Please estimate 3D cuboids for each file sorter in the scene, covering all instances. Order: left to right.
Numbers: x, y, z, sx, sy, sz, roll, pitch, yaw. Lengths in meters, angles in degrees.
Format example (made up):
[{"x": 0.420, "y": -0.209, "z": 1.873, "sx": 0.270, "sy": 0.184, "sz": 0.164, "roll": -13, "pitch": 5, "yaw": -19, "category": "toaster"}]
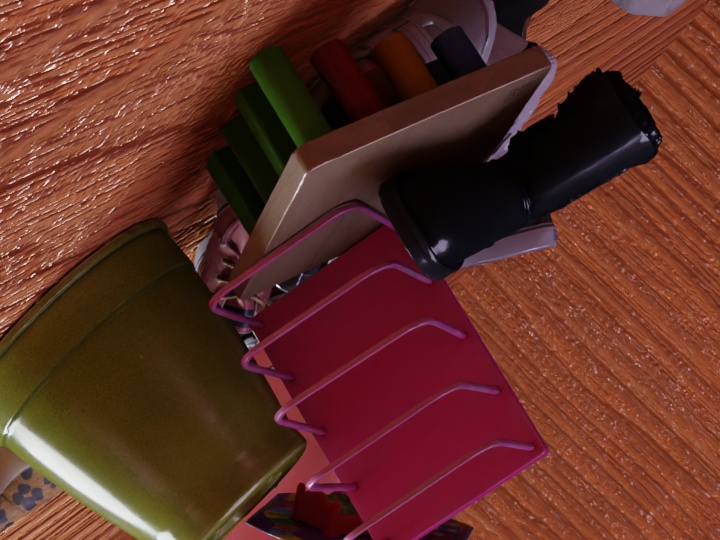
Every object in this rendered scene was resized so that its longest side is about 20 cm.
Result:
[{"x": 0.007, "y": 0.074, "z": 1.312, "sx": 0.139, "sy": 0.200, "sz": 0.125, "roll": -35, "pitch": 163, "yaw": 12, "category": "file sorter"}]

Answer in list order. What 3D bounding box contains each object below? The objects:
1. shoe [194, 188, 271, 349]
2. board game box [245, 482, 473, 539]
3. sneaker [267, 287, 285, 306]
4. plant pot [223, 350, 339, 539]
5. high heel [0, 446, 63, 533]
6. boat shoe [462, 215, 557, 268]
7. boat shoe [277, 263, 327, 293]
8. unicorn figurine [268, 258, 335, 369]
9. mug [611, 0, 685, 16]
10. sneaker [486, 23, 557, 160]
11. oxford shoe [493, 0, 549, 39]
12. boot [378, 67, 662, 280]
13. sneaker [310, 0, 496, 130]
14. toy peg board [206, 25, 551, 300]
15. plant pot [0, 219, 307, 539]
[{"x": -0.088, "y": 0.001, "z": 1.491, "sx": 0.200, "sy": 0.071, "sz": 0.091, "roll": 129, "pitch": -35, "yaw": -63, "category": "shoe"}, {"x": 0.004, "y": 0.175, "z": 1.452, "sx": 0.200, "sy": 0.157, "sz": 0.039, "roll": -17, "pitch": 116, "yaw": -80, "category": "board game box"}, {"x": -0.116, "y": 0.036, "z": 1.687, "sx": 0.112, "sy": 0.071, "sz": 0.200, "roll": -45, "pitch": -178, "yaw": 30, "category": "sneaker"}, {"x": -0.045, "y": 0.131, "z": 1.648, "sx": 0.200, "sy": 0.200, "sz": 0.178, "roll": -36, "pitch": 161, "yaw": -52, "category": "plant pot"}, {"x": -0.266, "y": 0.169, "z": 1.531, "sx": 0.199, "sy": 0.071, "sz": 0.143, "roll": -20, "pitch": 152, "yaw": -36, "category": "high heel"}, {"x": 0.065, "y": -0.027, "z": 1.603, "sx": 0.199, "sy": 0.057, "sz": 0.069, "roll": -12, "pitch": 179, "yaw": -11, "category": "boat shoe"}, {"x": -0.051, "y": -0.014, "z": 1.638, "sx": 0.200, "sy": 0.071, "sz": 0.068, "roll": -103, "pitch": -146, "yaw": -86, "category": "boat shoe"}, {"x": 0.000, "y": 0.000, "z": 1.504, "sx": 0.200, "sy": 0.074, "sz": 0.138, "roll": -30, "pitch": 128, "yaw": -20, "category": "unicorn figurine"}, {"x": 0.202, "y": -0.277, "z": 1.397, "sx": 0.149, "sy": 0.153, "sz": 0.187, "roll": -40, "pitch": 171, "yaw": -32, "category": "mug"}, {"x": 0.078, "y": -0.143, "z": 1.589, "sx": 0.075, "sy": 0.115, "sz": 0.200, "roll": -40, "pitch": 169, "yaw": -37, "category": "sneaker"}, {"x": 0.122, "y": -0.243, "z": 1.572, "sx": 0.200, "sy": 0.071, "sz": 0.072, "roll": 110, "pitch": -2, "yaw": -74, "category": "oxford shoe"}, {"x": 0.112, "y": -0.071, "z": 1.285, "sx": 0.168, "sy": 0.077, "sz": 0.200, "roll": -33, "pitch": 174, "yaw": 18, "category": "boot"}, {"x": 0.027, "y": -0.142, "z": 1.446, "sx": 0.200, "sy": 0.081, "sz": 0.088, "roll": -45, "pitch": 175, "yaw": -7, "category": "sneaker"}, {"x": -0.003, "y": -0.096, "z": 1.319, "sx": 0.199, "sy": 0.098, "sz": 0.200, "roll": -25, "pitch": 165, "yaw": -26, "category": "toy peg board"}, {"x": -0.146, "y": 0.102, "z": 1.378, "sx": 0.200, "sy": 0.193, "sz": 0.200, "roll": -45, "pitch": 173, "yaw": -7, "category": "plant pot"}]
